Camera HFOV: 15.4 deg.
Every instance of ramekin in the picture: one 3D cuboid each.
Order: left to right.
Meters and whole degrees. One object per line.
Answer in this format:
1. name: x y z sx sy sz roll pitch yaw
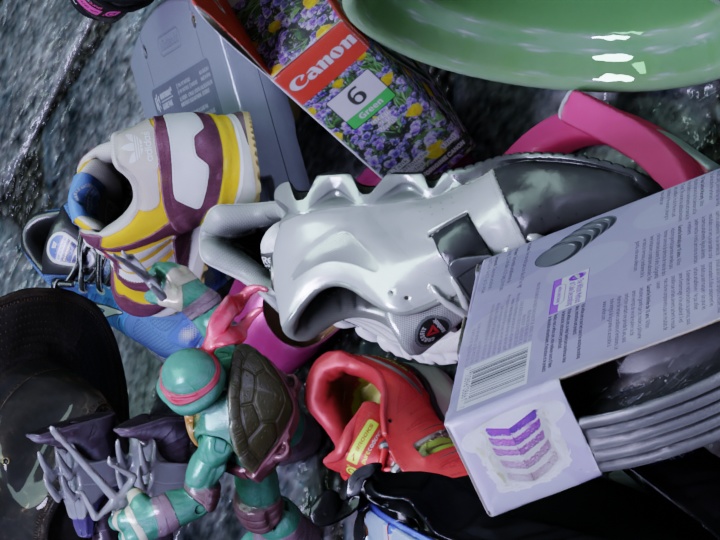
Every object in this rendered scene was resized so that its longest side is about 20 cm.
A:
1. ramekin: 0.095 -0.160 1.261 0.200 0.199 0.098 -9 69 52

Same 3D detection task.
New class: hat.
1. hat: -0.178 0.114 1.535 0.081 0.200 0.201 16 86 40

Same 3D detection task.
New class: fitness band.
1. fitness band: 0.111 -0.007 1.310 0.144 0.037 0.200 -64 33 8

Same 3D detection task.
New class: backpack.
1. backpack: 0.100 0.158 1.109 0.190 0.199 0.155 16 107 48

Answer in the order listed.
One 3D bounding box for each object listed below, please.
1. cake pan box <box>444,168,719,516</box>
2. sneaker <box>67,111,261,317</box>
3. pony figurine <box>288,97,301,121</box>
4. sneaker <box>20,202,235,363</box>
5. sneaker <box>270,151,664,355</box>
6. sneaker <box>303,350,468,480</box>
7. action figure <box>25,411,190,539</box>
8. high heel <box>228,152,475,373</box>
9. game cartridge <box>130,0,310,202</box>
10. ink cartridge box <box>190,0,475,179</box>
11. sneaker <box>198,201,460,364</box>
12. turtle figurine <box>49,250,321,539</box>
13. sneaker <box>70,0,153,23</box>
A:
1. cake pan box: 0.132 0.016 1.109 0.184 0.052 0.200 -24 15 14
2. sneaker: -0.124 -0.033 1.468 0.200 0.090 0.075 127 138 -56
3. pony figurine: -0.024 -0.202 1.525 0.200 0.166 0.194 -35 59 54
4. sneaker: -0.147 0.005 1.617 0.200 0.089 0.079 17 87 54
5. sneaker: 0.050 -0.002 1.257 0.199 0.074 0.089 -7 63 26
6. sneaker: 0.024 0.106 1.326 0.077 0.085 0.200 -60 35 14
7. action figure: -0.125 0.179 1.470 0.130 0.069 0.201 -3 98 35
8. high heel: -0.009 0.005 1.442 0.200 0.067 0.096 -46 24 11
9. game cartridge: -0.083 -0.093 1.533 0.134 0.040 0.200 71 162 -2
10. ink cartridge box: -0.028 -0.127 1.341 0.050 0.200 0.109 -39 49 10
11. sneaker: 0.000 0.000 1.351 0.199 0.081 0.075 7 80 42
12. turtle figurine: -0.078 0.080 1.386 0.100 0.200 0.150 7 66 28
13. sneaker: -0.123 -0.171 1.489 0.084 0.077 0.200 -58 17 4
